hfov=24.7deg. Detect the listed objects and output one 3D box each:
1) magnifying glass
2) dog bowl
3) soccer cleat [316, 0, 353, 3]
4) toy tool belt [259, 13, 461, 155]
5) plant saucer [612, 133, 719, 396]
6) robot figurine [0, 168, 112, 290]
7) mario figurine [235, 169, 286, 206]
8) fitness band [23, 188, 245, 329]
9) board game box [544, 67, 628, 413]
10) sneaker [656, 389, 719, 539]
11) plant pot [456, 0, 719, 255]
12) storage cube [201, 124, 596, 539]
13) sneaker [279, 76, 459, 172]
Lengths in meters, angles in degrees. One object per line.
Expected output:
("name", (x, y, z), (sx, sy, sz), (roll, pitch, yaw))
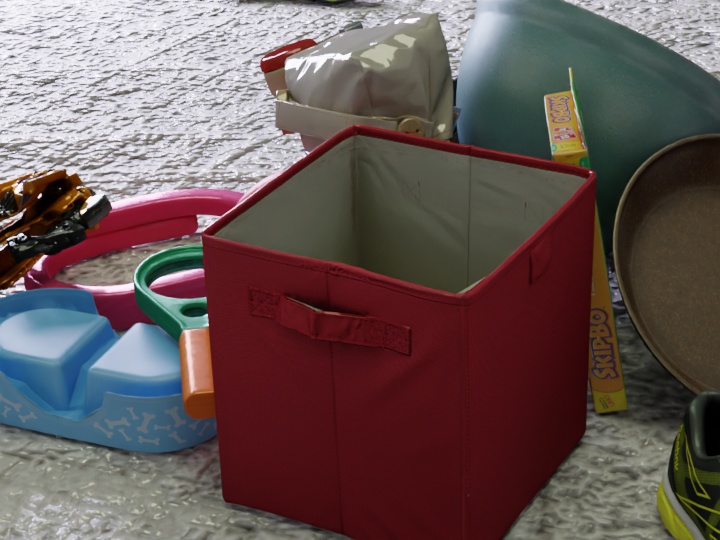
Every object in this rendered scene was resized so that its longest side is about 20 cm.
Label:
("magnifying glass", (-0.104, 0.035, 1.048), (0.079, 0.023, 0.200), (-4, 26, -6))
("dog bowl", (-0.167, 0.065, 1.065), (0.198, 0.050, 0.112), (8, 29, 20))
("soccer cleat", (-0.071, -0.332, 1.812), (0.198, 0.068, 0.081), (5, 15, 14))
("toy tool belt", (0.000, -0.102, 1.158), (0.124, 0.124, 0.200), (-28, 16, -23))
("plant saucer", (0.246, 0.009, 1.063), (0.199, 0.037, 0.202), (8, 65, -17))
("robot figurine", (-0.269, -0.012, 1.154), (0.199, 0.059, 0.145), (-36, 19, -28))
("mario figurine", (0.000, 0.000, 1.098), (0.199, 0.124, 0.106), (22, -8, 15))
("fitness band", (-0.152, -0.011, 1.226), (0.198, 0.038, 0.144), (-15, 30, -20))
("board game box", (0.142, -0.020, 1.041), (0.030, 0.202, 0.096), (-7, 27, 6))
("sneaker", (0.215, 0.135, 0.864), (0.074, 0.085, 0.200), (-13, 29, -18))
("plant pot", (0.147, -0.094, 1.150), (0.199, 0.135, 0.200), (26, 0, 0))
("storage cube", (0.029, 0.040, 0.959), (0.170, 0.181, 0.200), (13, 30, 27))
("sneaker", (0.011, -0.118, 1.335), (0.198, 0.115, 0.076), (-19, 27, -26))
